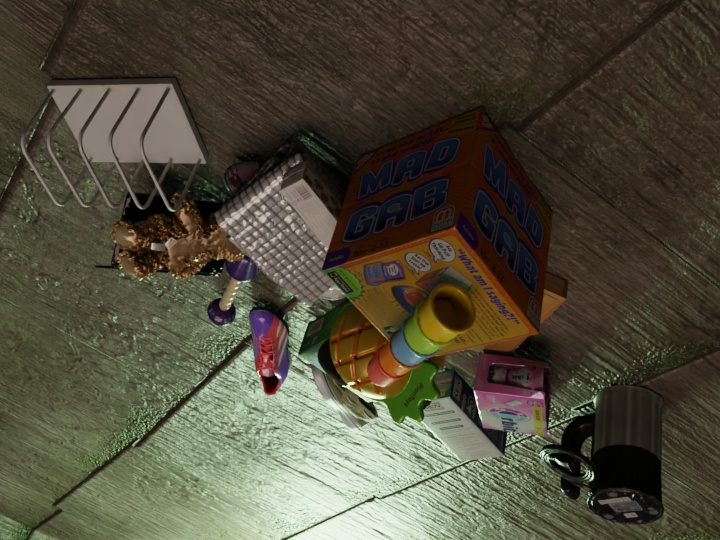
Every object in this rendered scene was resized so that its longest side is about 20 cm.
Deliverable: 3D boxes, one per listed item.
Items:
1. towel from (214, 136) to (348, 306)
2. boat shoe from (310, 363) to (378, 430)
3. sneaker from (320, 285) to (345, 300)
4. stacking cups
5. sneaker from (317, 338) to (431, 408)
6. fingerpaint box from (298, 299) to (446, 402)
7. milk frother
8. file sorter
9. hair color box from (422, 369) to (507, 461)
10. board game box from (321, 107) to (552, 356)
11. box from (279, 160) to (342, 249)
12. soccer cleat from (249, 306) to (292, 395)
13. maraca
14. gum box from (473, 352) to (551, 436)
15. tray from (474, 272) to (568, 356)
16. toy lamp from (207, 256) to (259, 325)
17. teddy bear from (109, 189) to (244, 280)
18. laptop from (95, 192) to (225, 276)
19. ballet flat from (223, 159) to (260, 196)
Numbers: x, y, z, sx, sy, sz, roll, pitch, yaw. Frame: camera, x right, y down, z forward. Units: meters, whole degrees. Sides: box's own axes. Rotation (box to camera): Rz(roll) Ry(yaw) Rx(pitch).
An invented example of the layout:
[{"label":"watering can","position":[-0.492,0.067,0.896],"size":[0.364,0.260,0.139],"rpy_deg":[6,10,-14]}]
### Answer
[{"label":"towel","position":[-0.083,-0.068,1.183],"size":[0.165,0.086,0.200],"rpy_deg":[-36,122,19]},{"label":"boat shoe","position":[-0.030,0.220,1.580],"size":[0.061,0.073,0.201],"rpy_deg":[-24,134,9]},{"label":"sneaker","position":[0.000,0.000,1.278],"size":[0.196,0.076,0.100],"rpy_deg":[-1,140,22]},{"label":"stacking cups","position":[0.068,0.091,1.039],"size":[0.060,0.061,0.201],"rpy_deg":[24,143,-9]},{"label":"sneaker","position":[0.025,0.174,1.359],"size":[0.196,0.077,0.115],"rpy_deg":[16,154,16]},{"label":"fingerpaint box","position":[0.021,0.126,1.426],"size":[0.166,0.074,0.199],"rpy_deg":[36,138,-23]},{"label":"milk frother","position":[0.388,0.270,1.366],"size":[0.177,0.191,0.201],"rpy_deg":[-4,137,24]},{"label":"file sorter","position":[-0.336,-0.166,1.166],"size":[0.196,0.126,0.140],"rpy_deg":[3,140,18]},{"label":"hair color box","position":[0.175,0.264,1.545],"size":[0.099,0.061,0.200],"rpy_deg":[-16,132,35]},{"label":"board game box","position":[0.105,-0.038,1.088],"size":[0.197,0.202,0.200],"rpy_deg":[-16,132,36]},{"label":"box","position":[-0.031,-0.054,1.118],"size":[0.041,0.039,0.201],"rpy_deg":[-22,126,26]},{"label":"soccer cleat","position":[-0.162,0.142,1.516],"size":[0.067,0.074,0.202],"rpy_deg":[8,141,11]},{"label":"maraca","position":[0.033,0.132,1.252],"size":[0.200,0.106,0.138],"rpy_deg":[43,119,21]},{"label":"gum box","position":[0.252,0.204,1.405],"size":[0.111,0.067,0.201],"rpy_deg":[5,154,16]},{"label":"tray","position":[0.221,0.064,1.304],"size":[0.097,0.038,0.201],"rpy_deg":[23,143,-7]},{"label":"toy lamp","position":[-0.207,0.022,1.401],"size":[0.057,0.059,0.201],"rpy_deg":[24,141,-9]},{"label":"teddy bear","position":[-0.262,-0.047,1.245],"size":[0.197,0.067,0.147],"rpy_deg":[-23,124,1]},{"label":"laptop","position":[-0.301,-0.050,1.329],"size":[0.174,0.104,0.203],"rpy_deg":[4,125,-29]},{"label":"ballet flat","position":[-0.131,-0.080,1.248],"size":[0.070,0.070,0.202],"rpy_deg":[-16,134,9]}]
